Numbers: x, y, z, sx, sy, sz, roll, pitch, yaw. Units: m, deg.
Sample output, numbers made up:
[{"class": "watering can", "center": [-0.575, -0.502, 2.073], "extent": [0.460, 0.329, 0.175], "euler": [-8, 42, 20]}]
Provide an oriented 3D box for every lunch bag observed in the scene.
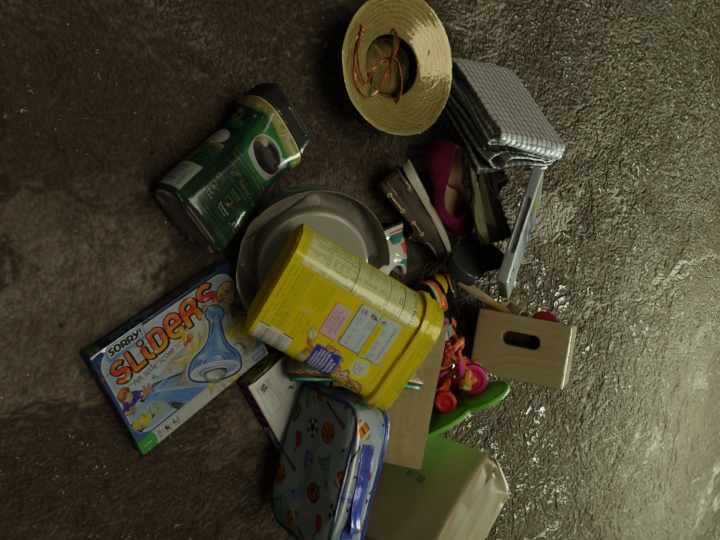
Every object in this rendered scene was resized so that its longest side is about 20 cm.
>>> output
[{"class": "lunch bag", "center": [-0.038, 0.256, 0.868], "extent": [0.074, 0.158, 0.207], "euler": [14, 88, -38]}]

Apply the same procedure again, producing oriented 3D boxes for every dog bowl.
[{"class": "dog bowl", "center": [-0.062, -0.014, 0.857], "extent": [0.193, 0.059, 0.206], "euler": [-6, 118, -12]}]

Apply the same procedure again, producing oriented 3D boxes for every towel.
[{"class": "towel", "center": [0.211, -0.239, 1.071], "extent": [0.162, 0.086, 0.203], "euler": [0, 52, -37]}]

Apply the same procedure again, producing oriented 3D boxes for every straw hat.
[{"class": "straw hat", "center": [0.032, -0.286, 0.960], "extent": [0.196, 0.084, 0.208], "euler": [-4, 97, -36]}]

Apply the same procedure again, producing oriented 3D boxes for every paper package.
[{"class": "paper package", "center": [0.092, 0.350, 1.022], "extent": [0.192, 0.197, 0.105], "euler": [-50, 125, -26]}]

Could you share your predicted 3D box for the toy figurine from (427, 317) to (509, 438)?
[{"class": "toy figurine", "center": [0.100, 0.130, 1.025], "extent": [0.188, 0.196, 0.150], "euler": [65, 22, -6]}]

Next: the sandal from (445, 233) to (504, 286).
[{"class": "sandal", "center": [0.188, -0.016, 1.141], "extent": [0.198, 0.076, 0.043], "euler": [-20, 151, -57]}]

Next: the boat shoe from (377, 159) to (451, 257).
[{"class": "boat shoe", "center": [0.089, -0.084, 1.056], "extent": [0.058, 0.073, 0.201], "euler": [-27, 137, 8]}]

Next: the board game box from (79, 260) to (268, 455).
[{"class": "board game box", "center": [-0.214, 0.099, 0.815], "extent": [0.199, 0.034, 0.138], "euler": [-39, 120, -33]}]

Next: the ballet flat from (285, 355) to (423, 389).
[{"class": "ballet flat", "center": [-0.003, 0.120, 0.911], "extent": [0.194, 0.070, 0.068], "euler": [8, 78, -20]}]

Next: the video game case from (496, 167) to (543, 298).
[{"class": "video game case", "center": [0.264, -0.054, 1.130], "extent": [0.200, 0.021, 0.187], "euler": [33, 75, -74]}]

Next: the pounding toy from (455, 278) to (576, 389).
[{"class": "pounding toy", "center": [0.262, 0.105, 1.160], "extent": [0.183, 0.194, 0.147], "euler": [14, 87, -69]}]

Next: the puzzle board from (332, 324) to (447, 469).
[{"class": "puzzle board", "center": [0.034, 0.163, 0.964], "extent": [0.146, 0.017, 0.207], "euler": [12, 85, -2]}]

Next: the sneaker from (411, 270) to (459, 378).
[{"class": "sneaker", "center": [0.141, 0.100, 1.123], "extent": [0.089, 0.069, 0.206], "euler": [-32, 118, -42]}]

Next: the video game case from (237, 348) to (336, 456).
[{"class": "video game case", "center": [-0.061, 0.178, 0.967], "extent": [0.181, 0.035, 0.204], "euler": [-42, 121, -30]}]

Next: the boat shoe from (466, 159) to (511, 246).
[{"class": "boat shoe", "center": [0.213, -0.144, 1.125], "extent": [0.072, 0.064, 0.208], "euler": [36, 49, -73]}]

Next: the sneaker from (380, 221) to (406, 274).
[{"class": "sneaker", "center": [0.000, 0.000, 0.977], "extent": [0.197, 0.069, 0.096], "euler": [-28, 108, -40]}]

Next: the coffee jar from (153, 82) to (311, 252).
[{"class": "coffee jar", "center": [-0.146, -0.127, 0.814], "extent": [0.201, 0.084, 0.105], "euler": [-52, 131, -24]}]

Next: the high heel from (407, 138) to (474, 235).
[{"class": "high heel", "center": [0.155, -0.125, 1.088], "extent": [0.200, 0.095, 0.069], "euler": [46, 66, -36]}]

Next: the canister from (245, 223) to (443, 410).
[{"class": "canister", "center": [-0.021, 0.055, 0.805], "extent": [0.197, 0.087, 0.150], "euler": [30, 108, -15]}]
